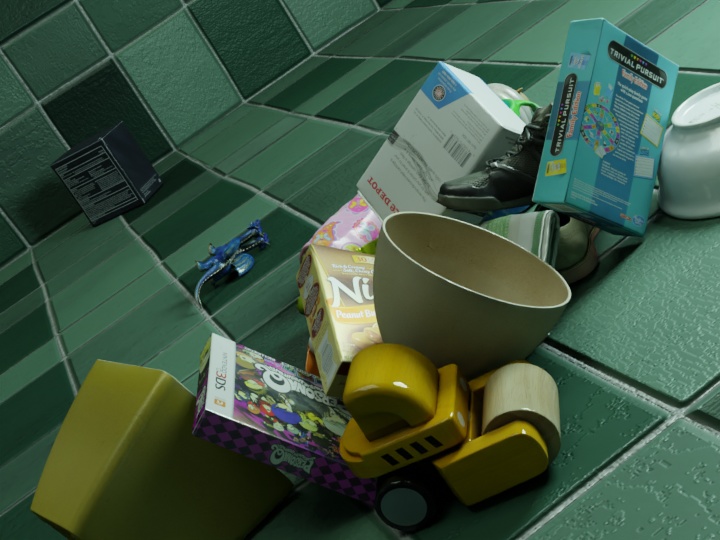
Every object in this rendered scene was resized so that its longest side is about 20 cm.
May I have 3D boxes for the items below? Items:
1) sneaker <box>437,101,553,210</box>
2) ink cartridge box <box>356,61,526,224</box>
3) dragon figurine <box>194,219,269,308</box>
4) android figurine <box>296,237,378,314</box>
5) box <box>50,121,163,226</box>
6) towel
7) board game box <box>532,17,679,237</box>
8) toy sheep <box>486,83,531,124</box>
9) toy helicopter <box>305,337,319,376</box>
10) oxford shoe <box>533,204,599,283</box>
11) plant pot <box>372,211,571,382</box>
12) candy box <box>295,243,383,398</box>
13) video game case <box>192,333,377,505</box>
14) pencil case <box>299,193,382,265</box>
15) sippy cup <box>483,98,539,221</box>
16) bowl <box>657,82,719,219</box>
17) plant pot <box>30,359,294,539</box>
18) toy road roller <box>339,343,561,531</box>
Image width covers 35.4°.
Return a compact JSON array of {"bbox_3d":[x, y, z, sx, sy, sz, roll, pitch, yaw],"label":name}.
[{"bbox_3d":[0.182,-0.131,1.294,0.198,0.115,0.076,-10,15,7],"label":"sneaker"},{"bbox_3d":[0.105,-0.133,1.406,0.200,0.084,0.145,-54,50,23],"label":"ink cartridge box"},{"bbox_3d":[-0.226,-0.019,1.950,0.099,0.059,0.200,-21,21,29],"label":"dragon figurine"},{"bbox_3d":[0.000,0.000,1.507,0.182,0.041,0.200,-27,-5,-47],"label":"android figurine"},{"bbox_3d":[-0.658,-0.252,2.938,0.199,0.199,0.123,-20,23,30],"label":"box"},{"bbox_3d":[0.139,0.016,1.274,0.200,0.031,0.150,-10,63,50],"label":"towel"},{"bbox_3d":[0.270,-0.152,1.232,0.047,0.151,0.201,7,83,48],"label":"board game box"},{"bbox_3d":[0.183,-0.196,1.641,0.138,0.138,0.200,-6,33,51],"label":"toy sheep"},{"bbox_3d":[-0.015,0.069,1.444,0.132,0.079,0.200,-38,8,12],"label":"toy helicopter"},{"bbox_3d":[0.238,-0.060,1.327,0.071,0.074,0.200,-27,21,15],"label":"oxford shoe"},{"bbox_3d":[0.094,0.044,1.142,0.200,0.199,0.135,-93,23,-68],"label":"plant pot"},{"bbox_3d":[0.004,0.059,1.249,0.200,0.115,0.055,-107,35,-48],"label":"candy box"},{"bbox_3d":[-0.071,0.148,1.147,0.036,0.199,0.181,-62,13,16],"label":"video game case"},{"bbox_3d":[-0.006,-0.059,1.687,0.087,0.088,0.200,-12,28,44],"label":"pencil case"},{"bbox_3d":[0.178,-0.142,1.525,0.177,0.131,0.140,-22,21,26],"label":"sippy cup"},{"bbox_3d":[0.410,-0.151,1.259,0.201,0.091,0.201,-28,20,11],"label":"bowl"},{"bbox_3d":[-0.231,0.231,1.204,0.200,0.200,0.177,1,50,56],"label":"plant pot"},{"bbox_3d":[0.071,0.129,1.029,0.199,0.146,0.123,-26,21,19],"label":"toy road roller"}]
